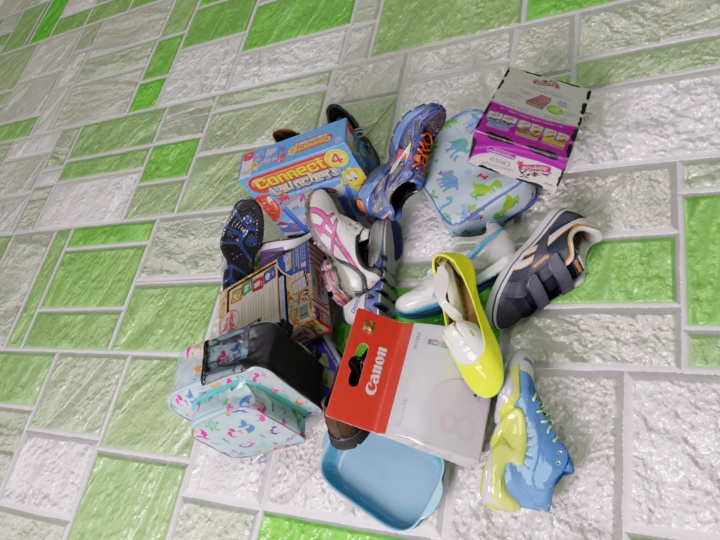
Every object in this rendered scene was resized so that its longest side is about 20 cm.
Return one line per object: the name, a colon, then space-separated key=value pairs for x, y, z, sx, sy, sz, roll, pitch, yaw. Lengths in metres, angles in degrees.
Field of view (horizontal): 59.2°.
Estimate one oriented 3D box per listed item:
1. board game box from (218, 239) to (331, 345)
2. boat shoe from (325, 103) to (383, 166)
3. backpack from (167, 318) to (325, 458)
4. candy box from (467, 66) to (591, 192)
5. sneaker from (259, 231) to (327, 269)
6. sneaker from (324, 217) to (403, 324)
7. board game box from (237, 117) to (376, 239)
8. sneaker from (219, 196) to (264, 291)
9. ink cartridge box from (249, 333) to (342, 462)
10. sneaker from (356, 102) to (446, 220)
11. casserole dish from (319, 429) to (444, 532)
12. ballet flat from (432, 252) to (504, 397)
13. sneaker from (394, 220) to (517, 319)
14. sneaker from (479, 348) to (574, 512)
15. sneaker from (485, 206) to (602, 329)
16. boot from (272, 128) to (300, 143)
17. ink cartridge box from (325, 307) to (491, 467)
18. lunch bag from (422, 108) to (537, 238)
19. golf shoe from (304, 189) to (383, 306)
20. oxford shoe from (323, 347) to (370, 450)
board game box: x=-0.142 y=0.063 z=1.007 sx=0.198 sy=0.046 sz=0.154 roll=-27 pitch=49 yaw=24
boat shoe: x=-0.015 y=-0.236 z=1.171 sx=0.074 sy=0.062 sz=0.202 roll=-28 pitch=53 yaw=10
backpack: x=-0.165 y=0.172 z=0.887 sx=0.197 sy=0.178 sz=0.153 roll=-14 pitch=51 yaw=28
candy box: x=0.251 y=-0.212 z=0.931 sx=0.134 sy=0.062 sz=0.201 roll=21 pitch=49 yaw=13
sneaker: x=-0.089 y=-0.010 z=1.083 sx=0.197 sy=0.075 sz=0.089 roll=-12 pitch=66 yaw=32
sneaker: x=0.000 y=0.001 z=1.009 sx=0.113 sy=0.081 sz=0.203 roll=-4 pitch=62 yaw=25
board game box: x=-0.067 y=-0.135 z=1.052 sx=0.197 sy=0.196 sz=0.057 roll=-14 pitch=51 yaw=22
sneaker: x=-0.214 y=-0.048 z=1.111 sx=0.078 sy=0.074 sz=0.202 roll=-109 pitch=31 yaw=-47
ink cartridge box: x=-0.123 y=0.168 z=1.004 sx=0.199 sy=0.043 sz=0.199 roll=-40 pitch=50 yaw=3
sneaker: x=0.077 y=-0.160 z=0.972 sx=0.078 sy=0.075 sz=0.202 roll=38 pitch=102 yaw=37
casserole dish: x=0.031 y=0.267 z=0.859 sx=0.198 sy=0.039 sz=0.122 roll=22 pitch=75 yaw=37
ballet flat: x=0.128 y=0.063 z=0.813 sx=0.066 sy=0.066 sz=0.203 roll=-31 pitch=54 yaw=33
sneaker: x=0.134 y=0.005 z=0.923 sx=0.198 sy=0.077 sz=0.082 roll=-29 pitch=72 yaw=1
sneaker: x=0.214 y=0.201 z=0.784 sx=0.103 sy=0.076 sz=0.203 roll=12 pitch=67 yaw=14
sneaker: x=0.252 y=0.003 z=0.863 sx=0.079 sy=0.078 sz=0.201 roll=28 pitch=77 yaw=43
boot: x=-0.117 y=-0.194 z=1.142 sx=0.198 sy=0.155 sz=0.075 roll=16 pitch=70 yaw=40
ink cartridge box: x=0.073 y=0.143 z=0.825 sx=0.197 sy=0.057 sz=0.165 roll=22 pitch=61 yaw=-7
lunch bag: x=0.176 y=-0.151 z=0.996 sx=0.159 sy=0.082 sz=0.202 roll=-34 pitch=51 yaw=9
golf shoe: x=-0.024 y=-0.047 z=0.967 sx=0.091 sy=0.073 sz=0.203 roll=-28 pitch=60 yaw=13
oxford shoe: x=0.009 y=0.146 z=0.885 sx=0.071 sy=0.086 sz=0.201 roll=-2 pitch=33 yaw=27
